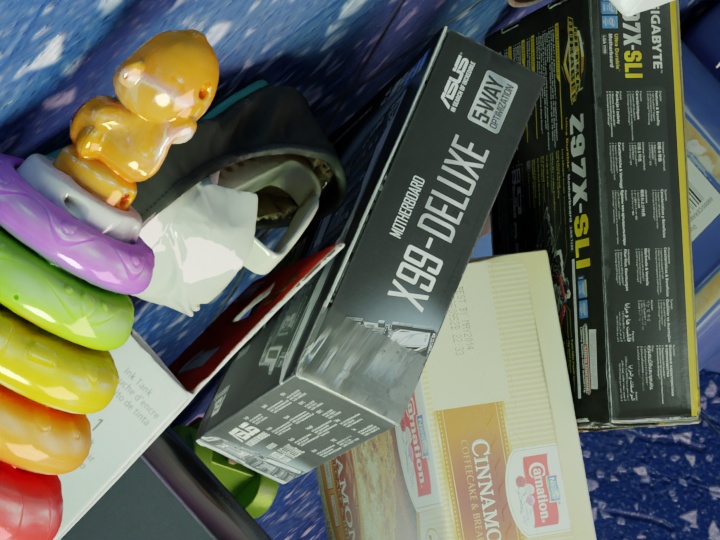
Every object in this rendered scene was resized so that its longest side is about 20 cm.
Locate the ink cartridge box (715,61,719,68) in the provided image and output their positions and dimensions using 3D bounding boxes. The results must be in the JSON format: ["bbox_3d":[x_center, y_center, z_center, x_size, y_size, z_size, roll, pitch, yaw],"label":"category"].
[{"bbox_3d":[0.265,-0.216,1.569,0.200,0.076,0.148,-33,167,-43],"label":"ink cartridge box"}]

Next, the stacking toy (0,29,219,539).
[{"bbox_3d":[-0.109,0.004,0.923,0.200,0.110,0.116,-57,149,8],"label":"stacking toy"}]

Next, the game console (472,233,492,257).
[{"bbox_3d":[0.049,0.024,1.622,0.200,0.172,0.119,-52,-166,46],"label":"game console"}]

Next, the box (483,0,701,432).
[{"bbox_3d":[0.105,-0.025,1.308,0.049,0.200,0.160,-1,175,-17],"label":"box"}]

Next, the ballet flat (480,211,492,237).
[{"bbox_3d":[0.049,-0.037,1.421,0.200,0.067,0.068,-36,132,-42],"label":"ballet flat"}]

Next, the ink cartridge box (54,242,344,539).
[{"bbox_3d":[-0.098,0.045,1.150,0.174,0.044,0.200,-47,-174,-12],"label":"ink cartridge box"}]

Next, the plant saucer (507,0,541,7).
[{"bbox_3d":[0.126,-0.194,1.202,0.200,0.032,0.200,-43,171,-9],"label":"plant saucer"}]

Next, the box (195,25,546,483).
[{"bbox_3d":[0.000,0.000,1.183,0.158,0.050,0.200,-66,-171,-15],"label":"box"}]

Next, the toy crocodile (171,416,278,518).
[{"bbox_3d":[-0.109,0.132,1.611,0.067,0.062,0.200,22,125,-36],"label":"toy crocodile"}]

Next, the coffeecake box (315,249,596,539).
[{"bbox_3d":[0.037,0.083,1.339,0.073,0.154,0.200,-7,173,-17],"label":"coffeecake box"}]

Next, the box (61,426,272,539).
[{"bbox_3d":[-0.096,0.169,1.364,0.123,0.200,0.198,-43,171,1],"label":"box"}]

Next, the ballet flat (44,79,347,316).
[{"bbox_3d":[-0.060,-0.026,1.041,0.068,0.068,0.200,-47,170,31],"label":"ballet flat"}]

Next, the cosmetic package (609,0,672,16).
[{"bbox_3d":[0.145,-0.207,0.925,0.200,0.123,0.199,-46,171,27],"label":"cosmetic package"}]

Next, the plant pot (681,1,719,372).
[{"bbox_3d":[0.229,-0.050,1.815,0.180,0.200,0.200,-20,157,-53],"label":"plant pot"}]
